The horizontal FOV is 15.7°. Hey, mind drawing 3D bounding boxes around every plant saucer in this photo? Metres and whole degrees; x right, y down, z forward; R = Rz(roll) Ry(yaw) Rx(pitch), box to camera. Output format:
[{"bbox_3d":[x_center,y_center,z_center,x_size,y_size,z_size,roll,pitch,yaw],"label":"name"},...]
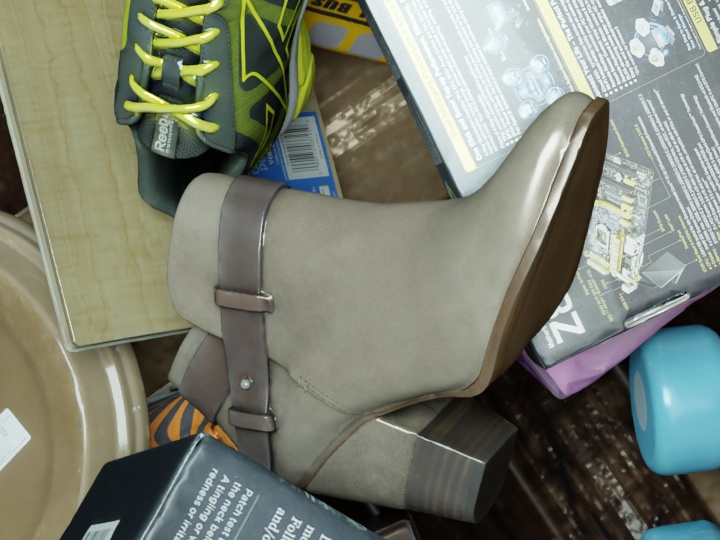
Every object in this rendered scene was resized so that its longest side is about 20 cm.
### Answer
[{"bbox_3d":[-0.181,0.071,1.087,0.199,0.029,0.201,0,90,22],"label":"plant saucer"}]

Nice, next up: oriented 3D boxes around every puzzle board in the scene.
[{"bbox_3d":[-0.083,-0.073,1.073,0.150,0.017,0.201,-8,80,-40],"label":"puzzle board"}]

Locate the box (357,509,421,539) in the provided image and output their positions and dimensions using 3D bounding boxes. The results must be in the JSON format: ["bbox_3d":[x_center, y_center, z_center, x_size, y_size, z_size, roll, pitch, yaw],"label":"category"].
[{"bbox_3d":[-0.053,0.183,1.108,0.199,0.075,0.101,-21,91,1],"label":"box"}]

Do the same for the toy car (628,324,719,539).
[{"bbox_3d":[0.216,0.113,1.030,0.183,0.200,0.178,-7,113,-4],"label":"toy car"}]

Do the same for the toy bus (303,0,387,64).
[{"bbox_3d":[-0.029,-0.138,1.059,0.199,0.078,0.065,12,54,-22],"label":"toy bus"}]

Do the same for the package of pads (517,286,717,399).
[{"bbox_3d":[0.132,-0.038,1.080,0.200,0.121,0.076,-38,97,0],"label":"package of pads"}]

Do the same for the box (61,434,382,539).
[{"bbox_3d":[-0.023,0.163,0.947,0.196,0.200,0.124,33,76,-9],"label":"box"}]

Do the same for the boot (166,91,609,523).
[{"bbox_3d":[0.000,0.000,0.961,0.146,0.070,0.201,27,118,19],"label":"boot"}]

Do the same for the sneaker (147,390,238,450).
[{"bbox_3d":[-0.061,0.077,1.084,0.200,0.112,0.078,-40,92,0],"label":"sneaker"}]

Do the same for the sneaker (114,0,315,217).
[{"bbox_3d":[-0.055,-0.089,0.977,0.074,0.200,0.085,14,60,14],"label":"sneaker"}]

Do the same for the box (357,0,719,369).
[{"bbox_3d":[0.095,-0.086,0.993,0.161,0.049,0.201,-27,92,-2],"label":"box"}]
